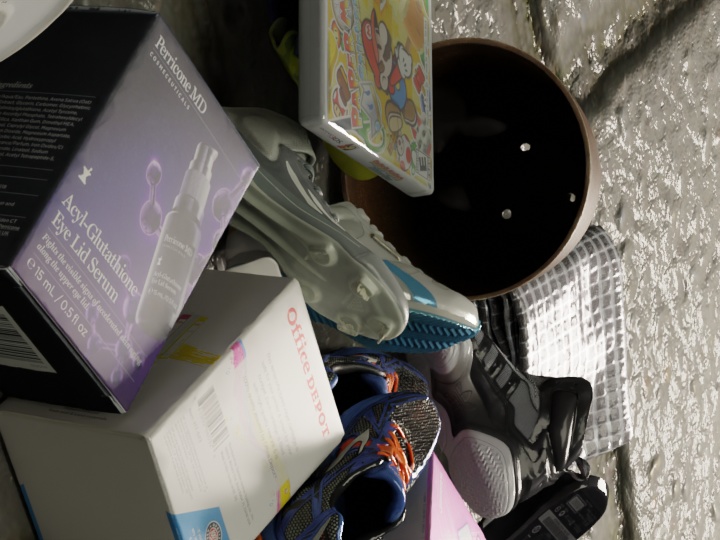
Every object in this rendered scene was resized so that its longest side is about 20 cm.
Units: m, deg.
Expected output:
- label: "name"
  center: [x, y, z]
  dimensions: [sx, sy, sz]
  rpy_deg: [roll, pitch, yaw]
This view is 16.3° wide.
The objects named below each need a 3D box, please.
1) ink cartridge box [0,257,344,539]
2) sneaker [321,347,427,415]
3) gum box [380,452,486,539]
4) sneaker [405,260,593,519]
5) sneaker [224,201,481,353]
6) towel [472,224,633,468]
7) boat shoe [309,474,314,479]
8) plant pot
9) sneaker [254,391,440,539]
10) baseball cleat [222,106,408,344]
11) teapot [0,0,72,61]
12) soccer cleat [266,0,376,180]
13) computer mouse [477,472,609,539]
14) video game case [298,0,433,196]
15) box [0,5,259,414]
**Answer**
- label: "ink cartridge box"
  center: [-0.111, 0.091, 1.601]
  dimensions: [0.200, 0.125, 0.129]
  rpy_deg: [-46, 132, -43]
- label: "sneaker"
  center: [-0.007, 0.094, 1.787]
  dimensions: [0.200, 0.078, 0.076]
  rpy_deg: [2, 94, -56]
- label: "gum box"
  center: [0.037, 0.239, 1.719]
  dimensions: [0.201, 0.066, 0.114]
  rpy_deg: [-85, 155, -43]
- label: "sneaker"
  center: [0.106, 0.081, 1.903]
  dimensions: [0.113, 0.075, 0.201]
  rpy_deg: [-15, 80, -24]
- label: "sneaker"
  center: [0.000, 0.000, 1.740]
  dimensions: [0.199, 0.076, 0.081]
  rpy_deg: [21, 59, -27]
- label: "towel"
  center: [0.146, 0.075, 2.022]
  dimensions: [0.165, 0.085, 0.201]
  rpy_deg: [-27, 117, -51]
- label: "boat shoe"
  center: [-0.023, 0.167, 1.800]
  dimensions: [0.200, 0.065, 0.072]
  rpy_deg: [25, 73, -56]
- label: "plant pot"
  center: [0.106, -0.070, 1.878]
  dimensions: [0.200, 0.186, 0.188]
  rpy_deg: [3, 93, -71]
- label: "sneaker"
  center: [0.006, 0.144, 1.654]
  dimensions: [0.076, 0.078, 0.200]
  rpy_deg: [61, 41, -17]
- label: "baseball cleat"
  center: [-0.036, -0.042, 1.662]
  dimensions: [0.200, 0.070, 0.107]
  rpy_deg: [40, 46, -4]
- label: "teapot"
  center: [-0.250, -0.181, 1.332]
  dimensions: [0.197, 0.200, 0.146]
  rpy_deg: [-30, 84, -21]
- label: "soccer cleat"
  center: [-0.032, -0.149, 1.740]
  dimensions: [0.084, 0.064, 0.201]
  rpy_deg: [-38, 123, -43]
- label: "computer mouse"
  center: [0.091, 0.204, 1.935]
  dimensions: [0.200, 0.046, 0.140]
  rpy_deg: [-41, 142, 7]
- label: "video game case"
  center: [0.006, -0.169, 1.713]
  dimensions: [0.182, 0.023, 0.201]
  rpy_deg: [29, 58, -61]
- label: "box"
  center: [-0.169, -0.039, 1.512]
  dimensions: [0.148, 0.104, 0.201]
  rpy_deg: [55, 51, -44]
